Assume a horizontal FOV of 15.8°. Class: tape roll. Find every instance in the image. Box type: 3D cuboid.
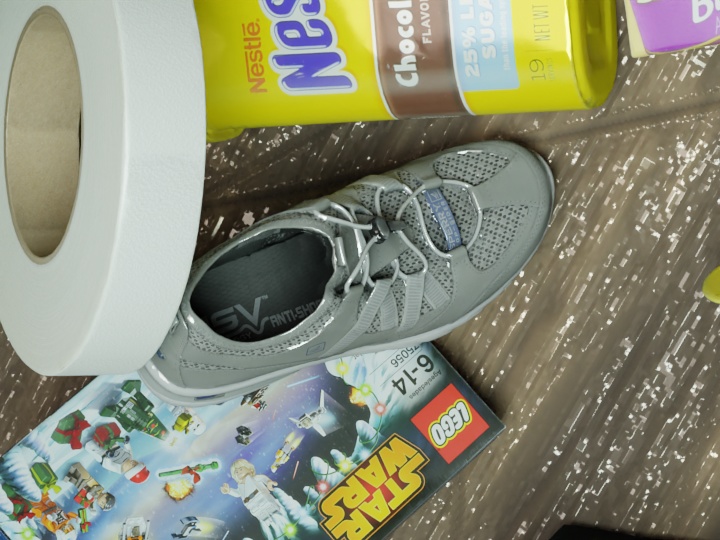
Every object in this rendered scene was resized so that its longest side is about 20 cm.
[{"bbox_3d":[-0.117,-0.057,1.091,0.203,0.037,0.204,180,90,-65],"label":"tape roll"}]

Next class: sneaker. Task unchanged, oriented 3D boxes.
[{"bbox_3d":[0.000,0.000,1.103,0.199,0.082,0.075,-28,81,-15],"label":"sneaker"}]

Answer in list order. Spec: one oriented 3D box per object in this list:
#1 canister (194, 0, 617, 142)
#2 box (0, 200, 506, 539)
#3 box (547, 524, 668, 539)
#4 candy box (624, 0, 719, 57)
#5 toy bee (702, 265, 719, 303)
[{"bbox_3d":[0.004,-0.134,1.117,0.199,0.087,0.150,-2,97,20],"label":"canister"},{"bbox_3d":[-0.054,0.085,1.135,0.200,0.040,0.137,-41,86,-18],"label":"box"},{"bbox_3d":[0.119,0.227,1.097,0.124,0.148,0.201,7,100,18],"label":"box"},{"bbox_3d":[0.200,-0.160,1.053,0.199,0.056,0.117,-7,97,21],"label":"candy box"},{"bbox_3d":[0.216,0.013,1.048,0.131,0.109,0.201,-34,86,20],"label":"toy bee"}]
